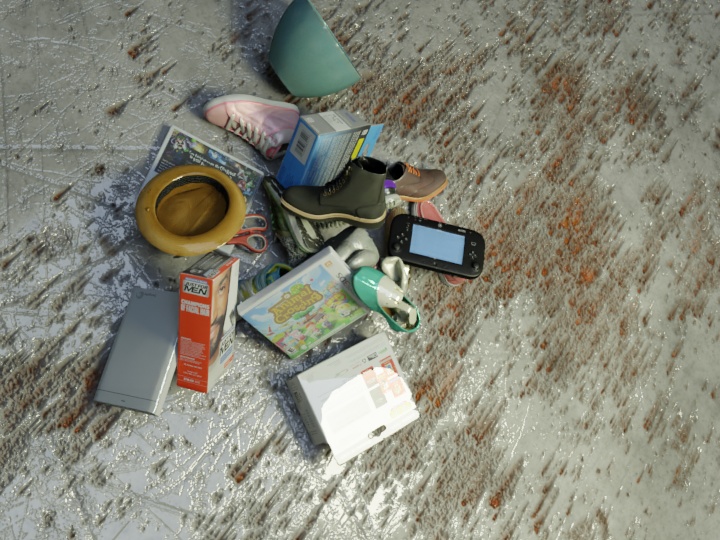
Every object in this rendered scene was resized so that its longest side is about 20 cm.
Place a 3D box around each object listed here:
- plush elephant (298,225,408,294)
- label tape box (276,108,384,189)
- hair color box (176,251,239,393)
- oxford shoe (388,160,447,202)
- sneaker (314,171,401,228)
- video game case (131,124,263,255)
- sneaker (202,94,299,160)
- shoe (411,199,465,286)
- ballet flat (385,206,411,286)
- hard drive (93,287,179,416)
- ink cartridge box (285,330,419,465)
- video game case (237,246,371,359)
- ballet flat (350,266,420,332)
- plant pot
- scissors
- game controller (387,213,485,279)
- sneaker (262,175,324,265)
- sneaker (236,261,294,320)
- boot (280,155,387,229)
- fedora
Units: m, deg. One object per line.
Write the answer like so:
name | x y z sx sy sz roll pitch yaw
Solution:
plush elephant | 0.000 0.000 1.370 0.199 0.164 0.156 -40 107 -14
label tape box | -0.059 -0.234 1.406 0.063 0.146 0.198 43 38 20
hair color box | -0.255 0.086 1.206 0.062 0.111 0.205 10 111 11
oxford shoe | 0.103 -0.189 1.503 0.196 0.074 0.072 -15 49 -26
sneaker | -0.024 -0.151 1.426 0.195 0.070 0.102 -17 82 -1
video game case | -0.302 -0.150 1.356 0.196 0.023 0.186 26 68 -14
sneaker | -0.205 -0.275 1.401 0.195 0.075 0.108 0 71 -28
shoe | 0.178 -0.070 1.504 0.070 0.091 0.204 -21 85 -26
ballet flat | 0.085 -0.041 1.471 0.069 0.065 0.206 9 72 -20
hard drive | -0.360 0.132 1.209 0.129 0.027 0.205 5 68 24
ink cartridge box | -0.012 0.239 1.342 0.197 0.084 0.179 -23 85 -26
video game case | -0.089 0.063 1.273 0.182 0.197 0.022 47 15 -46
ballet flat | 0.056 0.052 1.281 0.200 0.069 0.069 46 58 -49
plant pot | -0.106 -0.428 1.442 0.133 0.200 0.202 -35 91 10
scissors | -0.256 -0.063 1.329 0.196 0.014 0.075 -6 87 -33
game controller | 0.151 -0.048 1.424 0.195 0.042 0.107 13 72 -4
sneaker | -0.150 -0.095 1.379 0.076 0.089 0.202 10 43 -52
sneaker | -0.198 0.037 1.290 0.196 0.130 0.081 -22 86 -26
boot | -0.045 -0.157 1.288 0.194 0.140 0.079 6 50 -1
fedora | -0.298 -0.093 1.273 0.195 0.082 0.205 7 57 -11
